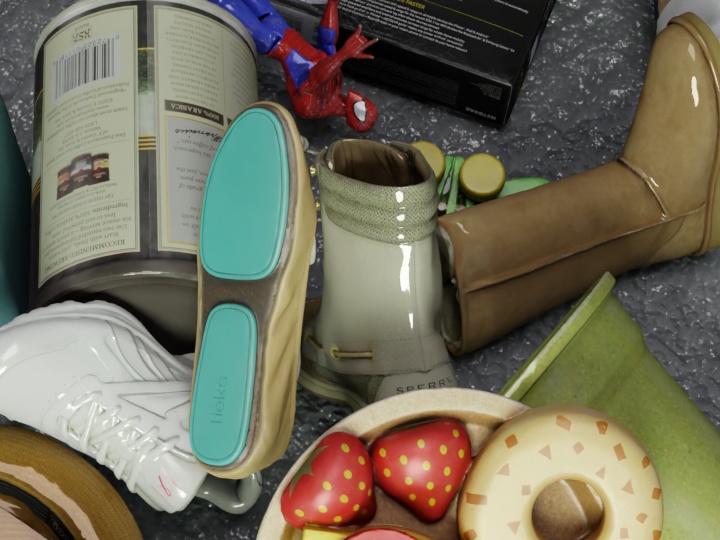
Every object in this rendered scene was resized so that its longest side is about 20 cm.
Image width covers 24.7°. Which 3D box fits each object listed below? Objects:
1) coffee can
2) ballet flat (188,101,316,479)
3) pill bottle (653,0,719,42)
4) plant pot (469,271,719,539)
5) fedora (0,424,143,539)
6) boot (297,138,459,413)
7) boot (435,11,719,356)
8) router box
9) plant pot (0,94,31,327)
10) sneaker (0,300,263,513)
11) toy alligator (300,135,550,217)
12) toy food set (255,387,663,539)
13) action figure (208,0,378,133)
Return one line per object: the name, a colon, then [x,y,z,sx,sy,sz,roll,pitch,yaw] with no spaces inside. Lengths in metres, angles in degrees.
coffee can: [-0.129,-0.047,1.002,0.145,0.147,0.202,-2,60,-5]
ballet flat: [-0.055,0.011,0.892,0.068,0.063,0.202,11,93,33]
pill bottle: [0.257,-0.196,1.134,0.110,0.111,0.202,3,60,-2]
plant pot: [0.139,0.137,0.907,0.184,0.201,0.200,42,65,5]
fedora: [-0.211,0.184,0.902,0.198,0.082,0.203,4,64,-9]
boot: [0.000,0.000,0.938,0.071,0.156,0.200,-12,17,-18]
boot: [0.135,-0.051,1.016,0.198,0.177,0.066,-19,30,-17]
router box: [0.034,-0.200,1.155,0.198,0.051,0.150,20,59,7]
plant pot: [-0.275,-0.049,0.962,0.140,0.201,0.143,-4,60,-6]
sneaker: [-0.123,0.084,0.907,0.199,0.078,0.100,20,31,-40]
toy alligator: [0.029,-0.049,1.064,0.198,0.059,0.055,11,68,2]
toy food set: [0.045,0.157,0.788,0.198,0.049,0.200,8,90,-9]
action figure: [-0.051,-0.176,1.068,0.200,0.099,0.065,44,37,-5]
